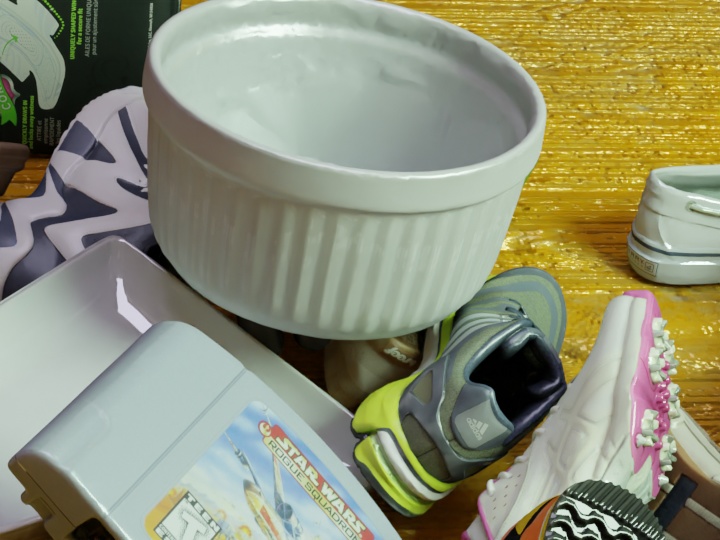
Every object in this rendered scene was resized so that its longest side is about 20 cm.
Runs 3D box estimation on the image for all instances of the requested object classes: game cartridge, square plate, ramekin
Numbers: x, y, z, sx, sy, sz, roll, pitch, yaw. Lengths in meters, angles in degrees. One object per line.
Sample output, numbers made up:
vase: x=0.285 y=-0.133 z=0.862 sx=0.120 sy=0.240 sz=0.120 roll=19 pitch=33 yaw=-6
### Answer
game cartridge: x=-0.045 y=0.120 z=0.982 sx=0.200 sy=0.042 sz=0.133 roll=49 pitch=41 yaw=-5
square plate: x=-0.114 y=0.085 z=1.103 sx=0.200 sy=0.028 sz=0.198 roll=37 pitch=45 yaw=20
ramekin: x=-0.014 y=-0.051 z=1.164 sx=0.200 sy=0.105 sz=0.200 roll=8 pitch=29 yaw=-4

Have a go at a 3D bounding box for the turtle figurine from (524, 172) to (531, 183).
turtle figurine: x=0.026 y=-0.093 z=1.376 sx=0.161 sy=0.064 sz=0.200 roll=33 pitch=-2 yaw=9

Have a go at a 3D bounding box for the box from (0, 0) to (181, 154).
box: x=-0.210 y=-0.158 z=1.425 sx=0.199 sy=0.125 sz=0.149 roll=4 pitch=31 yaw=-6

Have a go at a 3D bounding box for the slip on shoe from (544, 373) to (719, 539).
slip on shoe: x=0.156 y=0.113 z=1.113 sx=0.061 sy=0.076 sz=0.200 roll=37 pitch=1 yaw=-35

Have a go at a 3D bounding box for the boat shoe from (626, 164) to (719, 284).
boat shoe: x=0.253 y=-0.034 z=1.351 sx=0.200 sy=0.067 sz=0.074 roll=-8 pitch=34 yaw=-21

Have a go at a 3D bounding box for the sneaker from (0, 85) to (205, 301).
sneaker: x=-0.116 y=-0.022 z=1.266 sx=0.129 sy=0.080 sz=0.199 roll=20 pitch=34 yaw=18

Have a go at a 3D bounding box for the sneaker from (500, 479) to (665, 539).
sneaker: x=0.063 y=0.185 z=0.951 sx=0.070 sy=0.090 sz=0.200 roll=27 pitch=67 yaw=-13

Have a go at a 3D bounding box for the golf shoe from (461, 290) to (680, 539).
golf shoe: x=0.093 y=0.095 z=1.063 sx=0.091 sy=0.075 sz=0.200 roll=2 pitch=58 yaw=21

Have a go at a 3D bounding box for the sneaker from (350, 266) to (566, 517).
sneaker: x=0.070 y=0.051 z=1.149 sx=0.081 sy=0.074 sz=0.200 roll=-27 pitch=13 yaw=32

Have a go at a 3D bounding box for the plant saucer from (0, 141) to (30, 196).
plant saucer: x=-0.277 y=-0.051 z=1.253 sx=0.200 sy=0.030 sz=0.200 roll=-1 pitch=0 yaw=0

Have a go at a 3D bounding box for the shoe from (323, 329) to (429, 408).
shoe: x=0.000 y=0.000 z=1.263 sx=0.070 sy=0.053 sz=0.200 roll=26 pitch=29 yaw=-18

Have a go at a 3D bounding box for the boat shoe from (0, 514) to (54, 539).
boat shoe: x=-0.114 y=0.129 z=0.985 sx=0.200 sy=0.070 sz=0.071 roll=-8 pitch=50 yaw=-24

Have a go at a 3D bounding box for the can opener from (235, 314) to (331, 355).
can opener: x=-0.050 y=-0.008 z=1.263 sx=0.053 sy=0.067 sz=0.200 roll=-12 pitch=36 yaw=-3
